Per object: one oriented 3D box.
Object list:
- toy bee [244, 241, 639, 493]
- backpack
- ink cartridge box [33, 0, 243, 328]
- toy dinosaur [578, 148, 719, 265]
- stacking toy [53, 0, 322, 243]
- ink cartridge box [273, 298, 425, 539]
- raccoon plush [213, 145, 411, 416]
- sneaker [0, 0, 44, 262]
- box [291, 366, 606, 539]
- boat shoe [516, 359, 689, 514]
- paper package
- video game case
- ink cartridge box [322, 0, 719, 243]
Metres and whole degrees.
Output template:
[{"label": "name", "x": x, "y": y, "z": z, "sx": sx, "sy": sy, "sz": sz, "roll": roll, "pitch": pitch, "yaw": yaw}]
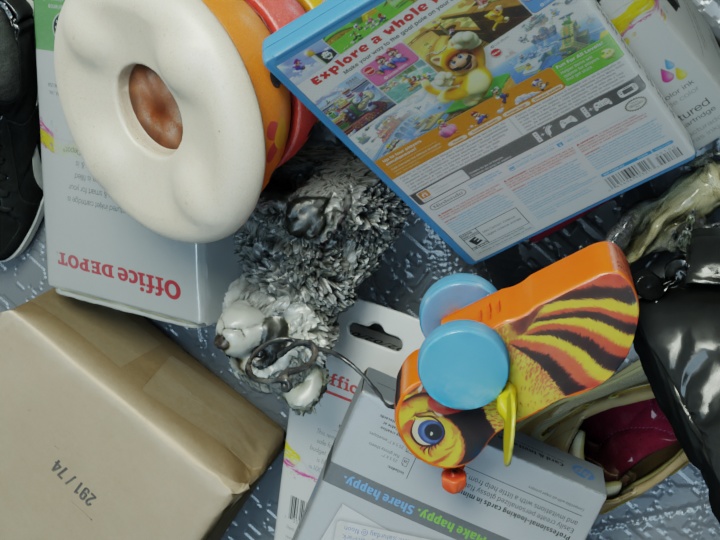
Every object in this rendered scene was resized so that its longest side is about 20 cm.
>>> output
[{"label": "toy bee", "x": 0.058, "y": 0.058, "z": 0.717, "sx": 0.197, "sy": 0.131, "sz": 0.110, "roll": -6, "pitch": 120, "yaw": 31}, {"label": "backpack", "x": 0.257, "y": 0.044, "z": 0.705, "sx": 0.198, "sy": 0.127, "sz": 0.169, "roll": -25, "pitch": 69, "yaw": 1}, {"label": "ink cartridge box", "x": -0.126, "y": -0.080, "z": 0.844, "sx": 0.144, "sy": 0.087, "sz": 0.203, "roll": 12, "pitch": 107, "yaw": 35}, {"label": "toy dinosaur", "x": 0.167, "y": -0.023, "z": 0.771, "sx": 0.199, "sy": 0.088, "sz": 0.048, "roll": -39, "pitch": 92, "yaw": 24}, {"label": "stacking toy", "x": -0.052, "y": -0.118, "z": 0.727, "sx": 0.145, "sy": 0.199, "sz": 0.148, "roll": 24, "pitch": 131, "yaw": 31}, {"label": "ink cartridge box", "x": 0.015, "y": 0.110, "z": 0.861, "sx": 0.114, "sy": 0.068, "sz": 0.203, "roll": 18, "pitch": 111, "yaw": 28}, {"label": "raccoon plush", "x": 0.000, "y": 0.000, "z": 0.789, "sx": 0.197, "sy": 0.097, "sz": 0.136, "roll": -13, "pitch": 115, "yaw": -23}, {"label": "sneaker", "x": -0.255, "y": -0.092, "z": 0.891, "sx": 0.072, "sy": 0.112, "sz": 0.203, "roll": 21, "pitch": 110, "yaw": 14}, {"label": "box", "x": 0.035, "y": 0.179, "z": 0.803, "sx": 0.154, "sy": 0.041, "sz": 0.202, "roll": 23, "pitch": 109, "yaw": -1}, {"label": "boat shoe", "x": 0.142, "y": 0.112, "z": 0.827, "sx": 0.200, "sy": 0.066, "sz": 0.074, "roll": -41, "pitch": 90, "yaw": 26}, {"label": "paper package", "x": -0.183, "y": 0.137, "z": 0.932, "sx": 0.199, "sy": 0.103, "sz": 0.192, "roll": 37, "pitch": 113, "yaw": 6}, {"label": "video game case", "x": 0.065, "y": -0.084, "z": 0.673, "sx": 0.142, "sy": 0.018, "sz": 0.200, "roll": -26, "pitch": 138, "yaw": 23}, {"label": "ink cartridge box", "x": 0.092, "y": -0.121, "z": 0.715, "sx": 0.147, "sy": 0.199, "sz": 0.087, "roll": -30, "pitch": 49, "yaw": 25}]
